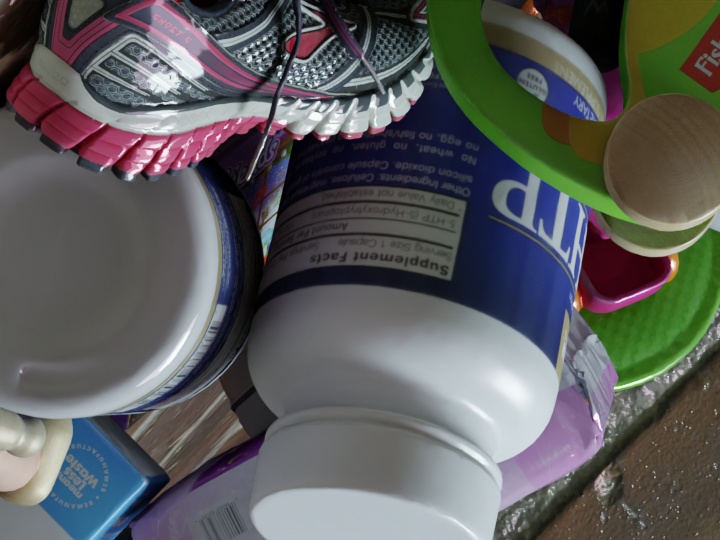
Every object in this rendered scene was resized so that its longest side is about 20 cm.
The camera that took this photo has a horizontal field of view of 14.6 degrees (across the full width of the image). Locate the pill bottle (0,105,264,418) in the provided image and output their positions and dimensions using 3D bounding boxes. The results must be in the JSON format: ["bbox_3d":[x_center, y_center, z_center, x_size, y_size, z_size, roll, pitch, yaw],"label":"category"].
[{"bbox_3d":[-0.095,-0.001,1.050,0.111,0.111,0.200,-45,175,2],"label":"pill bottle"}]

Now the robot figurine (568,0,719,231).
[{"bbox_3d":[0.170,-0.111,1.096,0.150,0.124,0.201,4,-99,65],"label":"robot figurine"}]

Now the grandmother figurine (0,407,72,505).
[{"bbox_3d":[-0.175,0.053,1.004,0.120,0.061,0.200,-14,167,10],"label":"grandmother figurine"}]

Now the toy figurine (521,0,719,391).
[{"bbox_3d":[0.102,-0.068,1.242,0.149,0.201,0.184,-21,163,-17],"label":"toy figurine"}]

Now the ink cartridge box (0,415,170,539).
[{"bbox_3d":[-0.191,0.119,1.176,0.200,0.116,0.068,-46,175,1],"label":"ink cartridge box"}]

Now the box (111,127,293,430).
[{"bbox_3d":[-0.053,-0.033,1.296,0.200,0.039,0.137,-41,153,-42],"label":"box"}]

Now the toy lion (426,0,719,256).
[{"bbox_3d":[0.092,-0.136,1.004,0.200,0.191,0.069,-54,174,-8],"label":"toy lion"}]

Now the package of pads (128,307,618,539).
[{"bbox_3d":[0.010,0.081,1.180,0.199,0.076,0.120,-30,180,11],"label":"package of pads"}]

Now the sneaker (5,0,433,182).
[{"bbox_3d":[-0.031,-0.088,0.967,0.200,0.080,0.075,-24,144,-53],"label":"sneaker"}]

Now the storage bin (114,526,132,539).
[{"bbox_3d":[-0.170,0.152,1.377,0.094,0.135,0.200,-45,175,11],"label":"storage bin"}]

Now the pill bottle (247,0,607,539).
[{"bbox_3d":[0.021,0.009,1.061,0.120,0.119,0.201,124,-20,-63],"label":"pill bottle"}]

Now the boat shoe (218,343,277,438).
[{"bbox_3d":[0.000,0.000,1.220,0.072,0.066,0.200,-25,167,-44],"label":"boat shoe"}]

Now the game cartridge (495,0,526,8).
[{"bbox_3d":[0.015,-0.122,1.137,0.133,0.042,0.200,-44,161,28],"label":"game cartridge"}]
